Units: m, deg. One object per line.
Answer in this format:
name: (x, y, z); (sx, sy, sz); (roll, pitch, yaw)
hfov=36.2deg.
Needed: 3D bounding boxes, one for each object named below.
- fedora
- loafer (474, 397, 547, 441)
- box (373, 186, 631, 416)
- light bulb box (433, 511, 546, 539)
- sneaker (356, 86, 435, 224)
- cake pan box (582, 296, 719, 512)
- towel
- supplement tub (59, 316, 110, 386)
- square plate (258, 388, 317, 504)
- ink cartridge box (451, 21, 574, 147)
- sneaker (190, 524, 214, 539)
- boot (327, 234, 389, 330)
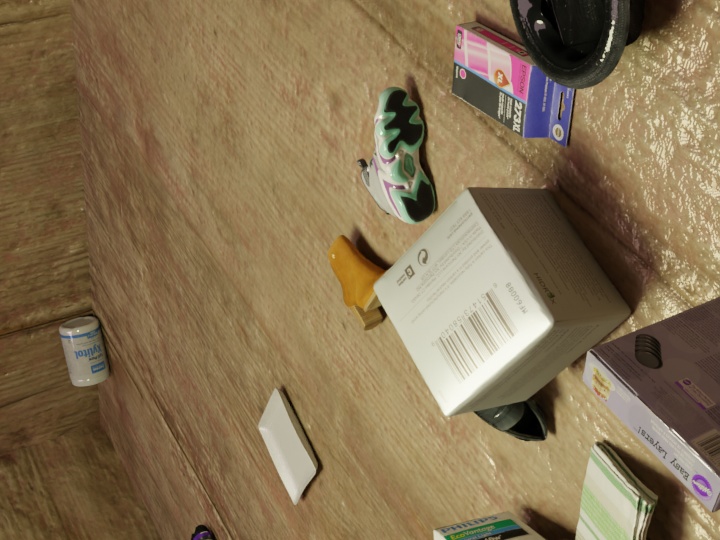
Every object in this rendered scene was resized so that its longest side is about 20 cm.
fedora: (0.238, -0.293, 1.137); (0.201, 0.091, 0.201); (40, 139, 47)
loafer: (0.184, 0.171, 1.437); (0.200, 0.068, 0.070); (35, -173, -44)
box: (0.166, 0.034, 1.316); (0.199, 0.171, 0.200); (-47, 60, 35)
light bulb box: (0.199, 0.462, 1.495); (0.200, 0.124, 0.199); (-154, 57, -67)
sneaker: (0.034, -0.169, 1.615); (0.140, 0.077, 0.201); (16, 119, 58)
cake pan box: (0.348, 0.123, 1.066); (0.200, 0.184, 0.052); (47, 148, 40)
towel: (0.311, 0.333, 1.364); (0.149, 0.031, 0.201); (-122, 34, -67)
supplement tub: (-0.898, 0.262, 3.590); (0.132, 0.132, 0.201); (19, 122, 58)
square plate: (-0.150, 0.372, 2.336); (0.200, 0.028, 0.198); (61, 151, 22)
ink cartridge box: (0.183, -0.228, 1.347); (0.200, 0.037, 0.095); (40, 139, 45)
sneaker: (-0.445, 0.792, 3.110); (0.100, 0.069, 0.201); (57, 146, 42)
boot: (0.000, 0.000, 1.782); (0.144, 0.071, 0.201); (60, 156, 18)
